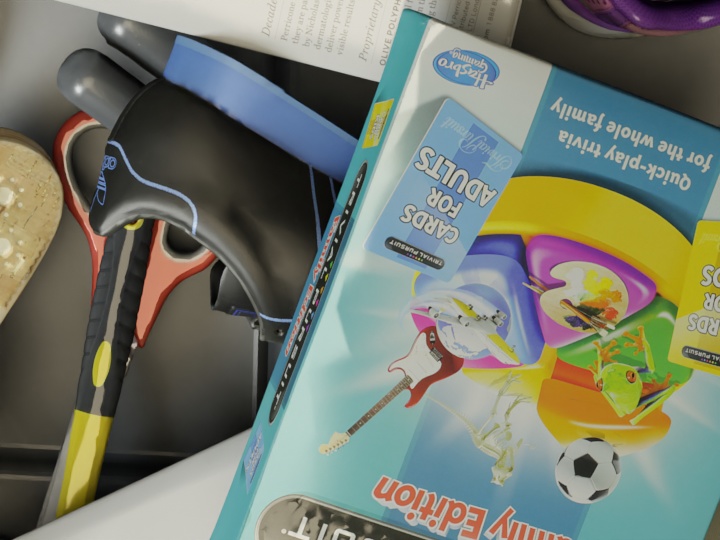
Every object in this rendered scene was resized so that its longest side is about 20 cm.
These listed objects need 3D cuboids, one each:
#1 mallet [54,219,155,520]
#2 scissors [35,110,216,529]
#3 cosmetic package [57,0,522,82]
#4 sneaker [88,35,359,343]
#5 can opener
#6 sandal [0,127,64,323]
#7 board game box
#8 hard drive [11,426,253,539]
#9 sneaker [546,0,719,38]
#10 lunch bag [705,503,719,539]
[{"bbox_3d":[-0.093,0.064,0.825,0.066,0.041,0.201,19,94,1],"label":"mallet"},{"bbox_3d":[-0.090,0.030,0.843,0.073,0.014,0.201,5,95,-7],"label":"scissors"},{"bbox_3d":[-0.038,-0.129,0.765,0.199,0.108,0.085,13,108,1],"label":"cosmetic package"},{"bbox_3d":[0.000,0.000,0.760,0.200,0.070,0.078,32,90,-8],"label":"sneaker"},{"bbox_3d":[-0.020,-0.029,0.808,0.200,0.067,0.053,36,89,-19],"label":"can opener"},{"bbox_3d":[-0.170,0.050,0.804,0.077,0.070,0.212,23,101,-21],"label":"sandal"},{"bbox_3d":[0.052,0.035,0.714,0.150,0.047,0.201,19,96,-12],"label":"board game box"},{"bbox_3d":[-0.040,0.130,0.786,0.199,0.026,0.132,-25,80,1],"label":"hard drive"},{"bbox_3d":[0.158,-0.132,0.763,0.199,0.089,0.081,-22,103,8],"label":"sneaker"},{"bbox_3d":[0.100,0.175,0.839,0.163,0.118,0.201,-16,104,-2],"label":"lunch bag"}]
